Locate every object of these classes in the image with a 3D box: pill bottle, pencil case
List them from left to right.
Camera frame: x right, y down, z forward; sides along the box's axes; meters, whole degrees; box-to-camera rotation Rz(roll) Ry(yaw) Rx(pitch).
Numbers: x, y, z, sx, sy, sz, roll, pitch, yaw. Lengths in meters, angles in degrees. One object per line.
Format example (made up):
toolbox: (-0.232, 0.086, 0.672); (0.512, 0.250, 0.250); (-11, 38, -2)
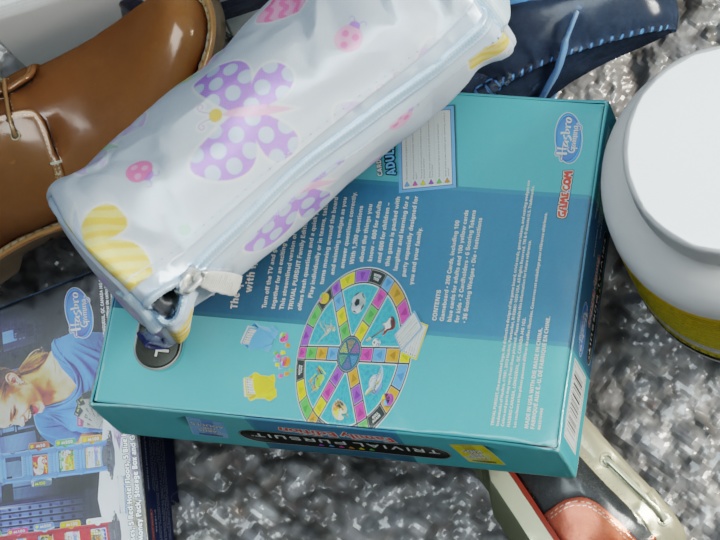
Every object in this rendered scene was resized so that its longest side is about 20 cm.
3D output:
pencil case: (-0.032, -0.059, 1.197); (0.200, 0.091, 0.083); (-42, 110, -5)
pill bottle: (0.156, -0.028, 1.211); (0.111, 0.200, 0.112); (-2, 80, 11)

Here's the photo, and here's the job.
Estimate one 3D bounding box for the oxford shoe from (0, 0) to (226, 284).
oxford shoe: (-0.140, -0.055, 1.256); (0.200, 0.071, 0.071); (-38, 48, 21)

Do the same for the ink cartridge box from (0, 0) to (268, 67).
ink cartridge box: (-0.071, -0.181, 1.294); (0.200, 0.084, 0.145); (-16, 65, 13)

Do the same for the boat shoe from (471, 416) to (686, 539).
boat shoe: (0.063, 0.052, 1.282); (0.063, 0.071, 0.200); (-30, 71, -7)

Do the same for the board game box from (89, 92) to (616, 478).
board game box: (0.000, 0.000, 1.243); (0.200, 0.047, 0.151); (5, 72, 16)

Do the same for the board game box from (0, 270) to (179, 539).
board game box: (-0.184, 0.109, 1.323); (0.199, 0.062, 0.200); (-7, 78, 10)

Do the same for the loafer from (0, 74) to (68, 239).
loafer: (-0.134, -0.054, 1.338); (0.200, 0.070, 0.070); (21, 97, 14)

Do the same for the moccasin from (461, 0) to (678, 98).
moccasin: (0.050, -0.076, 1.314); (0.200, 0.080, 0.068); (-18, 81, 22)
